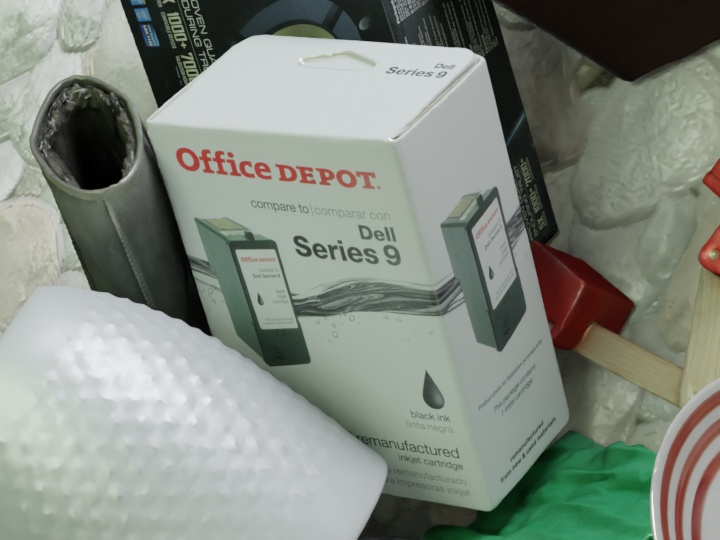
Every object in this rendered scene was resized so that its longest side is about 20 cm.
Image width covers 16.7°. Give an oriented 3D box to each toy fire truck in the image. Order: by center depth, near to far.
[{"bbox_3d":[0.174,0.019,1.131,0.141,0.049,0.200,-53,52,12],"label":"toy fire truck"}]

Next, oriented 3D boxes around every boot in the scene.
[{"bbox_3d":[-0.116,-0.009,1.213,0.072,0.200,0.182,-32,36,-6],"label":"boot"}]

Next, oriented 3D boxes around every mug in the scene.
[{"bbox_3d":[-0.115,0.114,1.094,0.200,0.175,0.148,-55,6,-14],"label":"mug"}]

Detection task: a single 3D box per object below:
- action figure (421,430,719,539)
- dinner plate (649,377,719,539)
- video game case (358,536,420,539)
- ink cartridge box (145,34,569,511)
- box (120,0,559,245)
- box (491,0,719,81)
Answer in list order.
[{"bbox_3d":[0.110,0.117,1.089,0.118,0.055,0.200,-46,15,-20],"label":"action figure"},{"bbox_3d":[0.205,0.125,0.993,0.024,0.200,0.201,-59,44,45],"label":"dinner plate"},{"bbox_3d":[-0.052,0.238,1.255,0.182,0.022,0.201,-6,72,36],"label":"video game case"},{"bbox_3d":[0.000,0.000,1.139,0.146,0.200,0.084,6,35,35],"label":"ink cartridge box"},{"bbox_3d":[-0.012,-0.085,1.215,0.163,0.086,0.200,1,118,37],"label":"box"},{"bbox_3d":[0.152,-0.220,1.149,0.200,0.164,0.166,-25,62,30],"label":"box"}]
